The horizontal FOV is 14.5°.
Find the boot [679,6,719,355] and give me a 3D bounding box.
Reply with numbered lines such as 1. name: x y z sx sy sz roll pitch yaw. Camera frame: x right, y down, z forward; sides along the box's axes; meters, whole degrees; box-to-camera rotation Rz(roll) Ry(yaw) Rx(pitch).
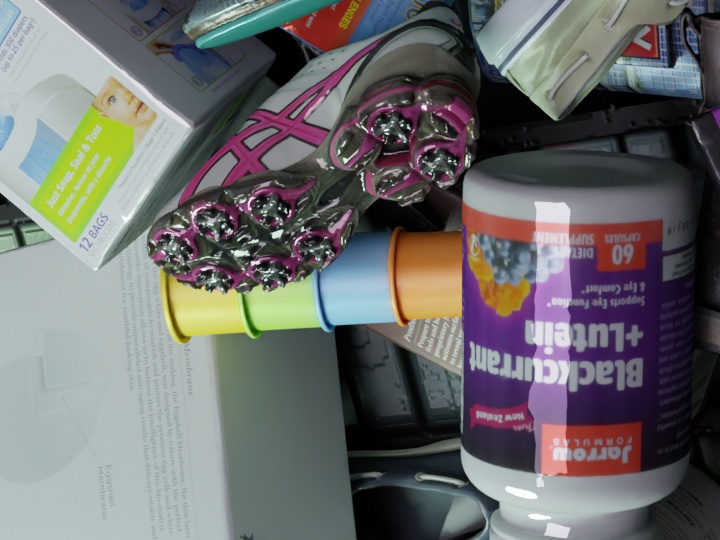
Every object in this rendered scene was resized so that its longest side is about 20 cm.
1. boot: 0.241 -0.039 1.354 0.199 0.069 0.175 7 103 -1

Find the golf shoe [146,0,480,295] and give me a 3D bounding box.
1. golf shoe: -0.021 -0.057 1.380 0.199 0.092 0.073 -28 128 28

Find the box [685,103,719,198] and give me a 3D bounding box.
1. box: 0.270 -0.048 1.312 0.199 0.036 0.144 -25 95 2

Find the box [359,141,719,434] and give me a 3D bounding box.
1. box: 0.093 0.012 1.486 0.199 0.075 0.101 27 120 19

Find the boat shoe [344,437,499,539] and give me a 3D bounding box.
1. boat shoe: 0.009 0.144 1.594 0.199 0.062 0.075 -12 104 35

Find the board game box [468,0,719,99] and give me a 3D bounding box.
1. board game box: 0.143 -0.178 1.387 0.199 0.062 0.201 7 112 31

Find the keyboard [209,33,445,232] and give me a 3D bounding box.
1. keyboard: -0.034 -0.080 1.477 0.200 0.021 0.127 42 129 12

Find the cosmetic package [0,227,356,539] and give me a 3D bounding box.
1. cosmetic package: -0.120 0.081 1.577 0.199 0.123 0.201 -13 78 36

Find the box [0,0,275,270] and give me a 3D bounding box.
1. box: -0.163 -0.117 1.443 0.200 0.101 0.113 40 124 3

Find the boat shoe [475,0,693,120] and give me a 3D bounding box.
1. boat shoe: 0.133 -0.146 1.332 0.062 0.072 0.200 48 136 1

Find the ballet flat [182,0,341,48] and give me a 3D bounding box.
1. ballet flat: 0.000 -0.161 1.329 0.199 0.074 0.075 -15 100 22

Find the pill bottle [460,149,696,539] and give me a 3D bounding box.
1. pill bottle: 0.103 0.050 1.347 0.111 0.111 0.201 7 104 30

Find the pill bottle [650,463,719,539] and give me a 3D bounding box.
1. pill bottle: 0.115 0.180 1.456 0.114 0.200 0.115 12 115 28

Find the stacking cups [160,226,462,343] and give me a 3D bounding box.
1. stacking cups: 0.000 0.000 1.432 0.199 0.061 0.061 -5 106 14

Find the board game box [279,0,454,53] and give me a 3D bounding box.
1. board game box: -0.016 -0.217 1.365 0.195 0.056 0.200 30 124 -3
